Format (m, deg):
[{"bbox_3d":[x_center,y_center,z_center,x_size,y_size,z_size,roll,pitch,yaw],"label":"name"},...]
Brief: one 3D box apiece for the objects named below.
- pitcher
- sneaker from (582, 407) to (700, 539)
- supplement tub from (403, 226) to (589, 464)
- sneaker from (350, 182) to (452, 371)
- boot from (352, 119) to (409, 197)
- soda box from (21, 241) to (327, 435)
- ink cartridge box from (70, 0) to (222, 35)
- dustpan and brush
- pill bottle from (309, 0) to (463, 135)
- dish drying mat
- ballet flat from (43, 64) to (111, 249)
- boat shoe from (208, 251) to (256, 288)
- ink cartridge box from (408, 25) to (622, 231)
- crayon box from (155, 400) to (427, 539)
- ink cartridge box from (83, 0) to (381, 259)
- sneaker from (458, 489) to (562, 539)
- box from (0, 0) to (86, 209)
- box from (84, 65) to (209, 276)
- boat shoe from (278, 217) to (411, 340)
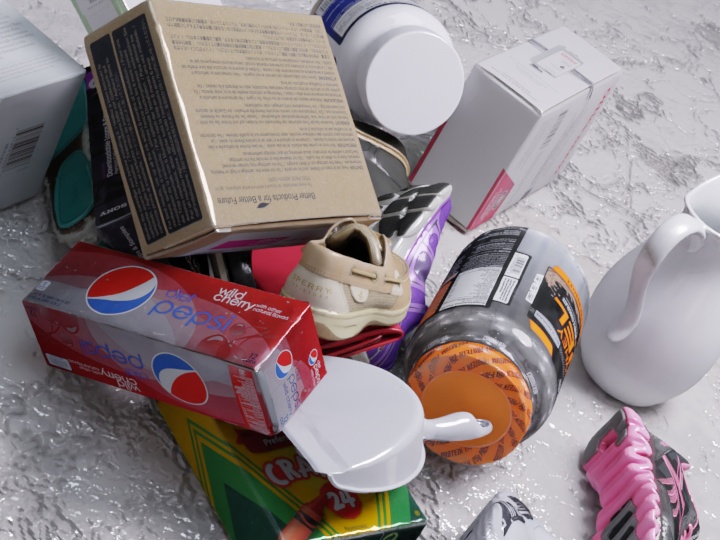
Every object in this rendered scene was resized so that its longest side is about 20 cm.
[{"bbox_3d":[0.255,0.022,1.373,0.171,0.201,0.121,-10,50,-45],"label":"pitcher"},{"bbox_3d":[0.229,0.194,1.252,0.095,0.079,0.201,33,32,-17],"label":"sneaker"},{"bbox_3d":[0.106,0.059,1.279,0.122,0.123,0.200,31,33,2],"label":"supplement tub"},{"bbox_3d":[0.027,0.004,1.327,0.084,0.080,0.201,59,41,-31],"label":"sneaker"},{"bbox_3d":[-0.037,-0.081,1.403,0.198,0.078,0.139,14,41,-22],"label":"boot"},{"bbox_3d":[-0.124,0.043,1.080,0.199,0.064,0.070,15,46,29],"label":"soda box"},{"bbox_3d":[-0.130,-0.147,1.244,0.201,0.048,0.146,64,26,-10],"label":"ink cartridge box"},{"bbox_3d":[0.017,0.106,1.123,0.198,0.058,0.140,-8,35,-33],"label":"dustpan and brush"},{"bbox_3d":[0.023,-0.200,1.516,0.115,0.117,0.200,16,16,-21],"label":"pill bottle"},{"bbox_3d":[-0.040,0.013,1.252,0.076,0.018,0.200,-17,30,-17],"label":"dish drying mat"},{"bbox_3d":[-0.215,-0.078,1.276,0.071,0.072,0.201,13,39,-25],"label":"ballet flat"},{"bbox_3d":[-0.098,-0.057,1.284,0.062,0.074,0.202,-5,45,-5],"label":"boat shoe"},{"bbox_3d":[0.151,-0.139,1.556,0.083,0.147,0.200,39,33,14],"label":"ink cartridge box"},{"bbox_3d":[-0.057,0.122,1.131,0.126,0.051,0.200,-3,45,-40],"label":"crayon box"},{"bbox_3d":[-0.087,-0.099,1.155,0.199,0.075,0.166,-6,78,-55],"label":"ink cartridge box"},{"bbox_3d":[0.116,0.211,1.083,0.115,0.075,0.200,39,6,7],"label":"sneaker"},{"bbox_3d":[-0.323,-0.151,1.217,0.200,0.125,0.097,40,34,15],"label":"box"},{"bbox_3d":[-0.157,-0.051,1.221,0.201,0.036,0.143,-102,168,-47],"label":"box"},{"bbox_3d":[0.000,0.000,1.150,0.071,0.065,0.200,21,13,11],"label":"boat shoe"}]
